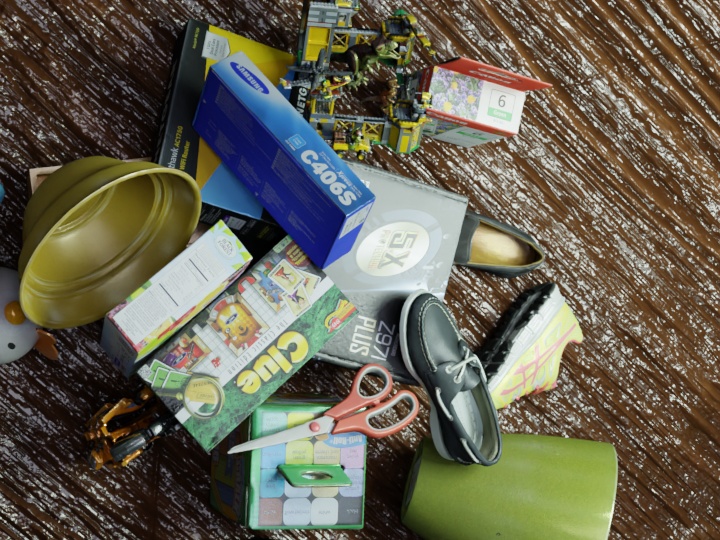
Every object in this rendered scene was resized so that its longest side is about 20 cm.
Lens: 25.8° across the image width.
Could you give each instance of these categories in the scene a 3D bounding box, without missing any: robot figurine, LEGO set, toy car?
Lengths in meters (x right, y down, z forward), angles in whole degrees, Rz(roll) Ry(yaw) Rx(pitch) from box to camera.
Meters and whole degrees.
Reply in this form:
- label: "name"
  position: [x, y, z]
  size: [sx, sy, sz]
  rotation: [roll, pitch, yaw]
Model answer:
- label: "robot figurine"
  position: [-0.192, 0.130, 1.566]
  size: [0.199, 0.145, 0.058]
  rotation: [-33, 94, -25]
- label: "LEGO set"
  position: [0.003, -0.218, 1.563]
  size: [0.153, 0.116, 0.201]
  rotation: [9, 47, -2]
- label: "toy car"
  position: [-0.361, 0.030, 1.497]
  size: [0.199, 0.176, 0.185]
  rotation: [32, 68, -29]

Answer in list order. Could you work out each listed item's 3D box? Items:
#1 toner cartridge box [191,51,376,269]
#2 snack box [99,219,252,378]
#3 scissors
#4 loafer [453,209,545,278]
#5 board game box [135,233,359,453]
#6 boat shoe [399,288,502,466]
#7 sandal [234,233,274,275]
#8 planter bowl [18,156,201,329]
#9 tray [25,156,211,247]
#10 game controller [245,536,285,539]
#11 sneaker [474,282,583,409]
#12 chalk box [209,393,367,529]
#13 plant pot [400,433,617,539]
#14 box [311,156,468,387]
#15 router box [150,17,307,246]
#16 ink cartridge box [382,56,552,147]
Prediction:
- label: "toner cartridge box"
  position: [-0.075, -0.105, 1.497]
  size: [0.043, 0.095, 0.200]
  rotation: [-32, 73, -34]
- label: "snack box"
  position: [-0.183, 0.031, 1.531]
  size: [0.142, 0.200, 0.053]
  rotation: [-40, 89, -16]
- label: "scissors"
  position: [-0.030, 0.152, 1.504]
  size: [0.199, 0.014, 0.073]
  rotation: [-28, 75, -33]
- label: "loafer"
  position: [0.107, -0.038, 1.703]
  size: [0.199, 0.072, 0.073]
  rotation: [9, 88, -18]
- label: "board game box"
  position: [-0.107, 0.069, 1.502]
  size: [0.200, 0.023, 0.105]
  rotation: [-43, 91, -11]
- label: "boat shoe"
  position: [0.096, 0.108, 1.569]
  size: [0.076, 0.060, 0.201]
  rotation: [-43, 126, -32]
- label: "sandal"
  position: [-0.085, 0.014, 1.631]
  size: [0.075, 0.045, 0.201]
  rotation: [-37, 117, -25]
- label: "planter bowl"
  position: [-0.254, -0.045, 1.475]
  size: [0.200, 0.201, 0.084]
  rotation: [-36, 65, -16]
- label: "tray"
  position: [-0.234, -0.063, 1.602]
  size: [0.199, 0.037, 0.099]
  rotation: [-7, 92, -20]
- label: "game controller"
  position: [-0.046, 0.344, 1.663]
  size: [0.199, 0.042, 0.105]
  rotation: [12, 85, -18]
- label: "sneaker"
  position: [0.175, 0.112, 1.726]
  size: [0.200, 0.078, 0.090]
  rotation: [-48, 110, -12]
- label: "chalk box"
  position: [-0.068, 0.190, 1.572]
  size: [0.124, 0.200, 0.125]
  rotation: [3, 88, -20]
- label: "plant pot"
  position: [0.149, 0.250, 1.676]
  size: [0.199, 0.187, 0.188]
  rotation: [15, 85, -2]
- label: "box"
  position: [0.000, 0.000, 1.599]
  size: [0.163, 0.086, 0.201]
  rotation: [17, 85, -21]
- label: "router box"
  position: [-0.129, -0.140, 1.596]
  size: [0.148, 0.051, 0.201]
  rotation: [17, 62, -18]
- label: "ink cartridge box"
  position: [0.107, -0.173, 1.636]
  size: [0.108, 0.200, 0.051]
  rotation: [14, 85, -19]
